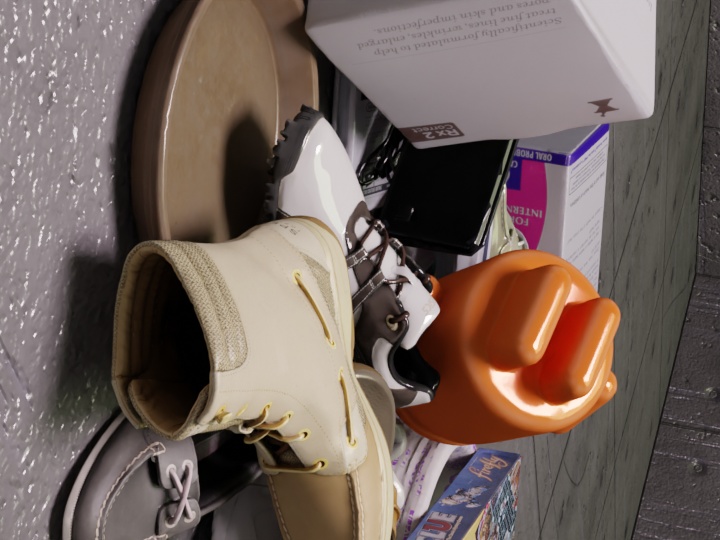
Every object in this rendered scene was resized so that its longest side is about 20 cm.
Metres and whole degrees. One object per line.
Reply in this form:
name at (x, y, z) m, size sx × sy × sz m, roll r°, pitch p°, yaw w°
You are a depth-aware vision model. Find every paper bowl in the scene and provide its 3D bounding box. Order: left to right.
paper bowl at (0.015, 0.205, 1.008) m, size 0.201 × 0.104 × 0.202 m, roll 9°, pitch 90°, yaw -71°

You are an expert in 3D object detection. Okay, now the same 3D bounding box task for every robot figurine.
robot figurine at (0.085, 0.055, 0.887) m, size 0.200 × 0.143 × 0.117 m, roll -24°, pitch -105°, yaw 63°

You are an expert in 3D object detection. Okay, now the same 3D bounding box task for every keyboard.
keyboard at (0.067, -0.105, 0.936) m, size 0.040 × 0.104 × 0.201 m, roll 48°, pitch 58°, yaw -60°

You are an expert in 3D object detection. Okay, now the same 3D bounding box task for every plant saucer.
plant saucer at (-0.072, -0.070, 0.748) m, size 0.200 × 0.029 × 0.201 m, roll 10°, pitch 90°, yaw -71°

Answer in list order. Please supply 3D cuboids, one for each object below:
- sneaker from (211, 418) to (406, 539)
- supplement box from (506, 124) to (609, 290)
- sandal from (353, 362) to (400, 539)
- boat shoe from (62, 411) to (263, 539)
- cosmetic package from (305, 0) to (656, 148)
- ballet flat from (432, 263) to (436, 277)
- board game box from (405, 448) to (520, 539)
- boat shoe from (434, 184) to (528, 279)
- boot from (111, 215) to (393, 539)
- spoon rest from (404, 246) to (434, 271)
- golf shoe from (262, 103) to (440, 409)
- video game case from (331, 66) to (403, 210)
sneaker at (-0.026, 0.143, 0.868) m, size 0.200 × 0.099 × 0.078 m, roll -59°, pitch 151°, yaw -48°
supplement box at (0.126, -0.017, 1.064) m, size 0.103 × 0.101 × 0.201 m, roll -40°, pitch 134°, yaw -55°
sandal at (-0.010, 0.151, 0.794) m, size 0.080 × 0.054 × 0.201 m, roll 1°, pitch 104°, yaw -43°
boat shoe at (-0.086, 0.098, 0.736) m, size 0.200 × 0.057 × 0.067 m, roll -37°, pitch 133°, yaw -64°
cosmetic package at (0.083, -0.205, 0.845) m, size 0.165 × 0.164 × 0.201 m, roll 39°, pitch 52°, yaw -54°
ballet flat at (0.087, 0.019, 1.189) m, size 0.068 × 0.067 × 0.201 m, roll 64°, pitch 39°, yaw -62°
board game box at (0.068, 0.221, 0.958) m, size 0.200 × 0.034 × 0.136 m, roll -30°, pitch 125°, yaw -67°
boat shoe at (0.090, -0.006, 0.993) m, size 0.072 × 0.062 × 0.201 m, roll -116°, pitch -156°, yaw -60°
boot at (-0.051, 0.076, 0.683) m, size 0.155 × 0.072 × 0.201 m, roll -12°, pitch 95°, yaw -64°
spoon rest at (0.031, -0.006, 1.057) m, size 0.201 × 0.060 × 0.100 m, roll -81°, pitch 168°, yaw -45°
golf shoe at (0.002, -0.004, 0.801) m, size 0.078 × 0.094 × 0.201 m, roll -56°, pitch 144°, yaw -47°
video game case at (0.040, -0.145, 0.996) m, size 0.200 × 0.023 × 0.183 m, roll -21°, pitch 119°, yaw -55°
